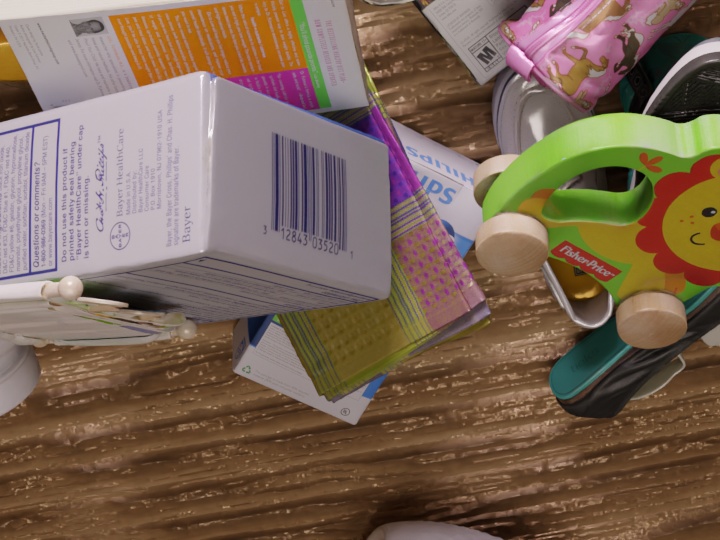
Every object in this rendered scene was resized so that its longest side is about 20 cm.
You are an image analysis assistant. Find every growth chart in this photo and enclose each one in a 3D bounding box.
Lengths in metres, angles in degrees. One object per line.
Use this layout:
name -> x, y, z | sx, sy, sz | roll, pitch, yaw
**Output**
growth chart -> -0.179, 0.029, 0.945 | 0.143, 0.200, 0.018 | -3, 80, 16

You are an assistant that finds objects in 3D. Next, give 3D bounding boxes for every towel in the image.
towel -> -0.012, -0.025, 1.027 | 0.143, 0.023, 0.202 | -32, 83, 29

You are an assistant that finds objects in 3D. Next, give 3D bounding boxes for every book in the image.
book -> -0.100, -0.131, 0.939 | 0.197, 0.049, 0.134 | -8, 148, 4

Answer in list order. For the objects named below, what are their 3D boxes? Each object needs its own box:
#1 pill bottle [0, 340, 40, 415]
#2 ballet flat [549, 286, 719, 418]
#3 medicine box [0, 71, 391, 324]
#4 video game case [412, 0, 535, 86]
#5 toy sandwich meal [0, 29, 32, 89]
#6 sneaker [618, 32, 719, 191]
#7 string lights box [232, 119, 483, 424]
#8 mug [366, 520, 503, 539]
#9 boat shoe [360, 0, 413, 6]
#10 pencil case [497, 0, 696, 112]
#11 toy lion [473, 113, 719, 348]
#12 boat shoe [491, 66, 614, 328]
pill bottle -> -0.286, 0.000, 1.039 | 0.111, 0.113, 0.202 | -15, 119, 3
ballet flat -> 0.223, 0.039, 1.140 | 0.068, 0.068, 0.200 | 29, 124, -30
medicine box -> -0.111, -0.033, 0.949 | 0.198, 0.104, 0.181 | -7, 168, 34
video game case -> 0.100, -0.243, 0.982 | 0.199, 0.036, 0.181 | -37, 117, 15
toy sandwich meal -> -0.192, -0.190, 0.966 | 0.202, 0.070, 0.207 | -2, 119, -4
sneaker -> 0.214, -0.113, 1.014 | 0.082, 0.122, 0.201 | 6, 150, 0
string lights box -> 0.000, 0.000, 1.096 | 0.102, 0.059, 0.201 | 25, 114, -17
mug -> 0.066, 0.284, 1.225 | 0.174, 0.149, 0.200 | 26, 144, -10
boat shoe -> 0.079, -0.215, 0.939 | 0.200, 0.060, 0.072 | -28, 118, 10
pencil case -> 0.174, -0.186, 0.954 | 0.086, 0.083, 0.200 | 32, 113, -29
toy lion -> 0.196, -0.039, 0.970 | 0.199, 0.069, 0.191 | 25, 137, -28
boat shoe -> 0.138, -0.049, 1.075 | 0.070, 0.070, 0.202 | -14, 120, 3
